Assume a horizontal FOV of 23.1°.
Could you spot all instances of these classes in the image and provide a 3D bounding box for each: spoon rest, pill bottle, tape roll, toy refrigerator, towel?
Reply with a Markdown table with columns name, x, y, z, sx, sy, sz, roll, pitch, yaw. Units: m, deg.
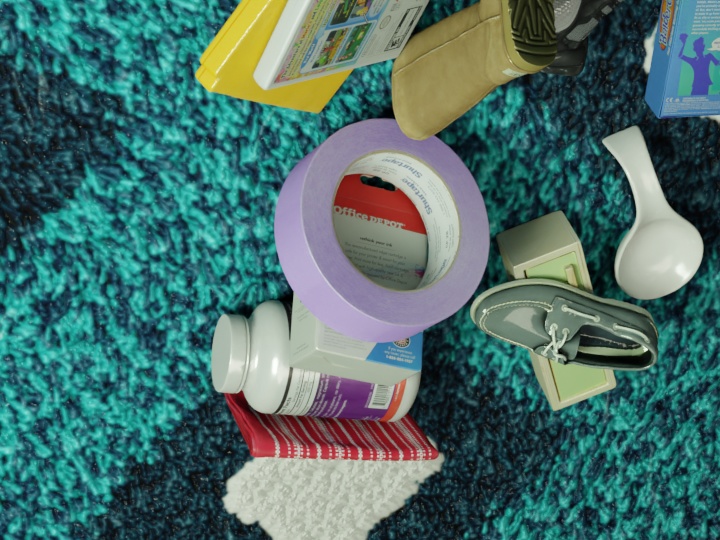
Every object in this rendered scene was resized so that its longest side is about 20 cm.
| name | x | y | z | sx | sy | sz | roll | pitch | yaw |
| --- | --- | --- | --- | --- | --- | --- | --- | --- | --- |
| spoon rest | 0.295 | -0.049 | 1.805 | 0.098 | 0.061 | 0.201 | -23 | 125 | 0 |
| pill bottle | -0.045 | 0.090 | 1.767 | 0.198 | 0.113 | 0.113 | 6 | 121 | -19 |
| tape roll | 0.021 | -0.038 | 1.652 | 0.198 | 0.203 | 0.066 | 13 | 158 | -23 |
| toy refrigerator | 0.206 | 0.045 | 1.835 | 0.075 | 0.070 | 0.201 | -20 | 125 | -2 |
| towel | -0.033 | 0.156 | 1.796 | 0.197 | 0.145 | 0.023 | 3 | 110 | -18 |

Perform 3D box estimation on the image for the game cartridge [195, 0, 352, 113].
| name | x | y | z | sx | sy | sz | roll | pitch | yaw |
| --- | --- | --- | --- | --- | --- | --- | --- | --- | --- |
| game cartridge | -0.042 | -0.222 | 1.545 | 0.177 | 0.032 | 0.199 | -51 | 157 | 18 |

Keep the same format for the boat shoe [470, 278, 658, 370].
| name | x | y | z | sx | sy | sz | roll | pitch | yaw |
| --- | --- | --- | --- | --- | --- | --- | --- | --- | --- |
| boat shoe | 0.208 | 0.060 | 1.767 | 0.198 | 0.062 | 0.073 | 10 | 125 | -14 |

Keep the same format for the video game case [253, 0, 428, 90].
| name | x | y | z | sx | sy | sz | roll | pitch | yaw |
| --- | --- | --- | --- | --- | --- | --- | --- | --- | --- |
| video game case | 0.010 | -0.250 | 1.511 | 0.181 | 0.024 | 0.201 | -20 | 150 | -45 |

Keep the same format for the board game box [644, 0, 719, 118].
| name | x | y | z | sx | sy | sz | roll | pitch | yaw |
| --- | --- | --- | --- | --- | --- | --- | --- | --- | --- |
| board game box | 0.366 | -0.248 | 1.703 | 0.150 | 0.045 | 0.202 | -3 | 123 | -14 |

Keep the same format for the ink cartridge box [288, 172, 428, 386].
| name | x | y | z | sx | sy | sz | roll | pitch | yaw |
| --- | --- | --- | --- | --- | --- | --- | --- | --- | --- |
| ink cartridge box | 0.000 | 0.000 | 1.708 | 0.115 | 0.202 | 0.067 | 13 | 158 | -23 |

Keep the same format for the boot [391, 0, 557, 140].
| name | x | y | z | sx | sy | sz | roll | pitch | yaw |
| --- | --- | --- | --- | --- | --- | --- | --- | --- | --- |
| boot | 0.094 | -0.227 | 1.573 | 0.065 | 0.177 | 0.199 | 10 | 163 | -27 |

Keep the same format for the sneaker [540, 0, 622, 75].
| name | x | y | z | sx | sy | sz | roll | pitch | yaw |
| --- | --- | --- | --- | --- | --- | --- | --- | --- | --- |
| sneaker | 0.213 | -0.254 | 1.642 | 0.199 | 0.076 | 0.114 | -31 | 153 | -18 |
